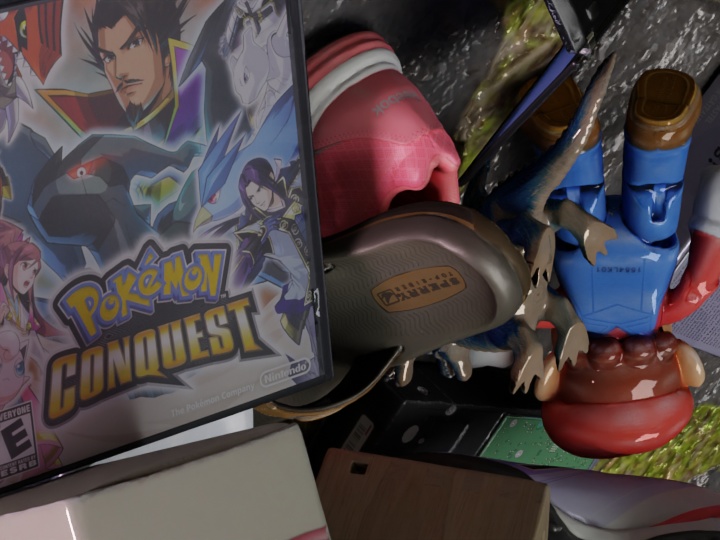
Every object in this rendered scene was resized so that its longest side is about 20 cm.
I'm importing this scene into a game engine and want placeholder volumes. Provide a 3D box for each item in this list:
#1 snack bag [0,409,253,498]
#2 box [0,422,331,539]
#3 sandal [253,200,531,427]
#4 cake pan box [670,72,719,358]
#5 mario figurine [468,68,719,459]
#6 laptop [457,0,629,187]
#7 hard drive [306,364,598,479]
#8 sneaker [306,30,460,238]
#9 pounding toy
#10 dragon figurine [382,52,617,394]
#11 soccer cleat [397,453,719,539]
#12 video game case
[{"bbox_3d":[-0.114,0.017,1.111,0.200,0.021,0.189,-11,106,-46],"label":"snack bag"},{"bbox_3d":[-0.070,0.168,1.044,0.109,0.201,0.128,-16,180,-41],"label":"box"},{"bbox_3d":[-0.016,0.030,1.204,0.082,0.200,0.055,47,46,-27],"label":"sandal"},{"bbox_3d":[0.218,-0.046,1.489,0.200,0.052,0.184,-55,149,13],"label":"cake pan box"},{"bbox_3d":[0.111,-0.004,1.373,0.106,0.123,0.201,-39,139,-42],"label":"mario figurine"},{"bbox_3d":[0.083,-0.162,1.185,0.177,0.103,0.200,-52,130,-32],"label":"laptop"},{"bbox_3d":[0.035,0.112,1.459,0.200,0.038,0.140,7,121,-52],"label":"hard drive"},{"bbox_3d":[0.000,0.000,1.246,0.074,0.087,0.201,-26,143,-28],"label":"sneaker"},{"bbox_3d":[-0.008,0.213,1.277,0.184,0.142,0.201,-70,165,-49],"label":"pounding toy"},{"bbox_3d":[0.054,-0.015,1.296,0.059,0.099,0.201,-29,139,-38],"label":"dragon figurine"},{"bbox_3d":[0.102,0.120,1.364,0.073,0.199,0.069,-63,163,-72],"label":"soccer cleat"},{"bbox_3d":[-0.097,-0.022,1.085,0.200,0.025,0.182,-17,109,-38],"label":"video game case"}]
